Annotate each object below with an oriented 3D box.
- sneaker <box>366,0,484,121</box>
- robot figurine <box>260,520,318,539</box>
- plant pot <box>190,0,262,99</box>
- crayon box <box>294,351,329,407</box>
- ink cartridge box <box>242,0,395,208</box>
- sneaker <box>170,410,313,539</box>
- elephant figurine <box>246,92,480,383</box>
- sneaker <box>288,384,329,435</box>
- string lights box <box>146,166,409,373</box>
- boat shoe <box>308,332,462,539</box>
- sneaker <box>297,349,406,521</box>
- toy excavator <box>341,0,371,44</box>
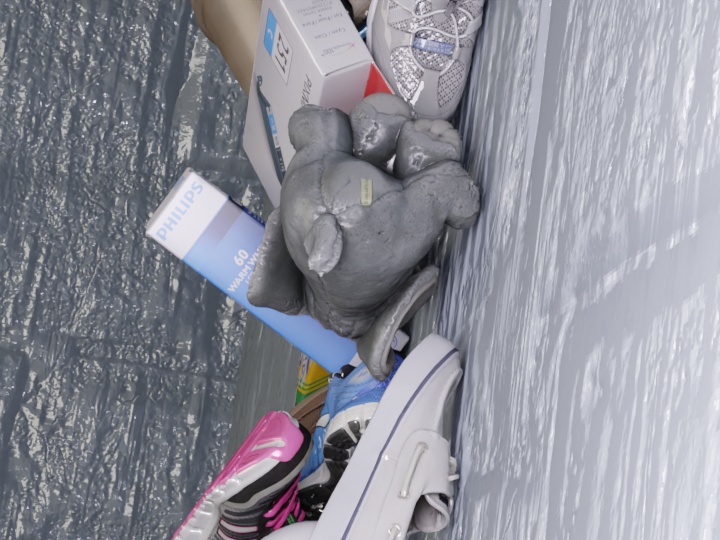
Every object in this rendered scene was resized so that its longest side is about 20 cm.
[{"bbox_3d":[0.050,-0.192,1.331,0.082,0.074,0.202,-147,63,-77],"label":"sneaker"},{"bbox_3d":[-0.034,0.242,1.297,0.170,0.112,0.201,-76,0,-52],"label":"robot figurine"},{"bbox_3d":[-0.052,-0.225,1.899,0.201,0.198,0.175,108,152,-53],"label":"plant pot"},{"bbox_3d":[-0.014,0.038,1.678,0.200,0.051,0.127,112,166,-61],"label":"crayon box"},{"bbox_3d":[-0.021,-0.085,1.408,0.177,0.044,0.201,60,158,26],"label":"ink cartridge box"},{"bbox_3d":[-0.062,0.165,1.355,0.074,0.087,0.200,-51,-2,-39],"label":"sneaker"},{"bbox_3d":[0.000,0.000,1.288,0.201,0.154,0.142,104,147,-44],"label":"elephant figurine"},{"bbox_3d":[-0.048,0.166,1.514,0.200,0.071,0.075,-47,21,-16],"label":"sneaker"},{"bbox_3d":[-0.063,0.006,1.488,0.059,0.199,0.103,-53,7,1],"label":"string lights box"},{"bbox_3d":[0.025,0.125,1.162,0.072,0.065,0.201,102,-165,-51],"label":"boat shoe"},{"bbox_3d":[0.002,0.120,1.394,0.200,0.078,0.090,120,170,-55],"label":"sneaker"},{"bbox_3d":[0.014,-0.134,1.521,0.194,0.200,0.100,-39,11,4],"label":"toy excavator"}]
